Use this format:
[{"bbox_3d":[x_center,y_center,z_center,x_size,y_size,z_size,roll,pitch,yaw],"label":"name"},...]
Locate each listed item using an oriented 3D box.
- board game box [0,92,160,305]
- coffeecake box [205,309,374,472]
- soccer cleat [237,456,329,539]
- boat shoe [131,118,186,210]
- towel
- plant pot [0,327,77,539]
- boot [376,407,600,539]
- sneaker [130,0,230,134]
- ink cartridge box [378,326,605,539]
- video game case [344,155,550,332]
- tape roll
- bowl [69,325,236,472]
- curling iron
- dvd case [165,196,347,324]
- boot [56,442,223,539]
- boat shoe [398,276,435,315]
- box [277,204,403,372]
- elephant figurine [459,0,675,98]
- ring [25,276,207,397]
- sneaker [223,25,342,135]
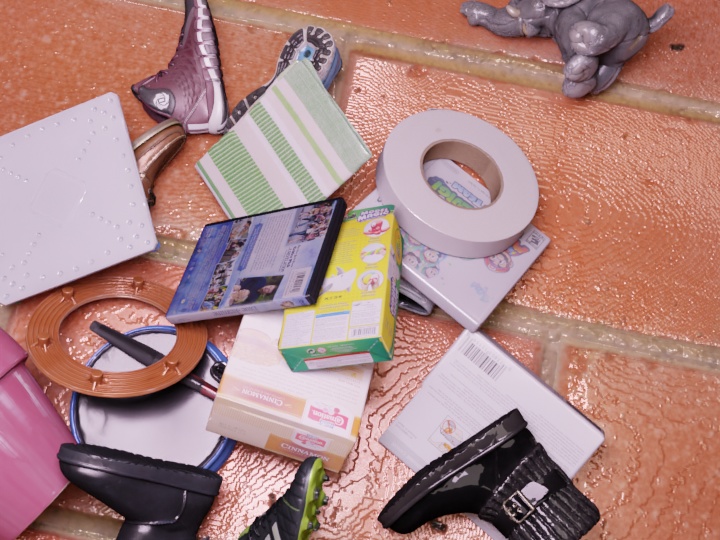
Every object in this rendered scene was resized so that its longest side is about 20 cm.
[{"bbox_3d":[-0.345,-0.082,1.181,0.199,0.026,0.201,-20,75,8],"label":"board game box"},{"bbox_3d":[-0.066,0.102,1.124,0.153,0.073,0.200,19,47,-5],"label":"coffeecake box"},{"bbox_3d":[-0.089,0.281,1.085,0.081,0.068,0.201,20,111,11],"label":"soccer cleat"},{"bbox_3d":[-0.275,-0.095,1.222,0.200,0.072,0.068,-44,80,1],"label":"boat shoe"},{"bbox_3d":[-0.094,-0.129,1.189,0.200,0.023,0.153,-41,74,25],"label":"towel"},{"bbox_3d":[-0.399,0.187,1.082,0.179,0.200,0.200,45,77,-6],"label":"plant pot"},{"bbox_3d":[0.139,0.270,1.117,0.211,0.079,0.158,-36,85,9],"label":"boot"},{"bbox_3d":[-0.233,-0.260,1.269,0.115,0.076,0.201,-10,75,-2],"label":"sneaker"},{"bbox_3d":[0.150,0.191,1.175,0.200,0.044,0.174,40,99,8],"label":"ink cartridge box"},{"bbox_3d":[0.106,-0.045,1.212,0.200,0.024,0.182,39,52,8],"label":"video game case"},{"bbox_3d":[0.116,-0.107,1.222,0.202,0.037,0.203,9,54,-13],"label":"tape roll"},{"bbox_3d":[-0.235,0.158,1.167,0.200,0.039,0.201,1,74,-3],"label":"bowl"},{"bbox_3d":[-0.216,0.101,1.152,0.199,0.026,0.050,20,53,8],"label":"curling iron"},{"bbox_3d":[-0.116,-0.011,1.136,0.199,0.018,0.143,-9,46,31],"label":"dvd case"},{"bbox_3d":[-0.244,0.277,1.067,0.198,0.073,0.163,21,84,-34],"label":"boot"},{"bbox_3d":[0.000,0.000,1.205,0.200,0.070,0.072,18,67,-1],"label":"boat shoe"},{"bbox_3d":[-0.017,0.013,1.103,0.117,0.048,0.200,-8,48,17],"label":"box"},{"bbox_3d":[0.255,-0.328,1.289,0.155,0.142,0.200,-14,56,-36],"label":"elephant figurine"},{"bbox_3d":[-0.272,0.066,1.141,0.200,0.019,0.201,7,36,-5],"label":"ring"},{"bbox_3d":[-0.086,-0.199,1.254,0.078,0.090,0.200,43,98,22],"label":"sneaker"}]
